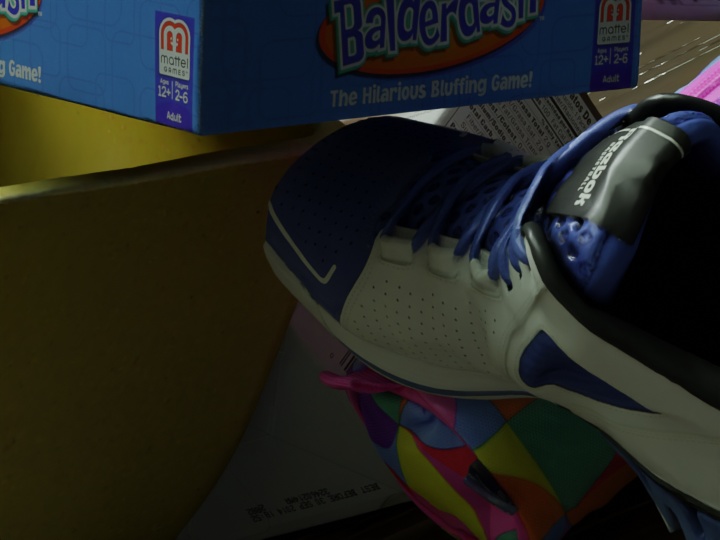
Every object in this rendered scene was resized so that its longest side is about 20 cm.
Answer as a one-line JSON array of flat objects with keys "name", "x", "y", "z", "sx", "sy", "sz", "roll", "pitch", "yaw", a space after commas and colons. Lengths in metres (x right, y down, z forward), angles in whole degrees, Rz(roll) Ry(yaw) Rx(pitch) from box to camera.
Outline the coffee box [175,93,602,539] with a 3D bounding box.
[{"name": "coffee box", "x": 0.000, "y": 0.000, "z": 0.931, "sx": 0.113, "sy": 0.080, "sz": 0.200, "roll": -20, "pitch": 24, "yaw": 40}]

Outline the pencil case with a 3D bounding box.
[{"name": "pencil case", "x": 0.087, "y": 0.002, "z": 0.774, "sx": 0.200, "sy": 0.088, "sz": 0.088, "roll": -39, "pitch": 19, "yaw": -17}]

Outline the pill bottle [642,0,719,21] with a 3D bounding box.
[{"name": "pill bottle", "x": 0.126, "y": -0.135, "z": 0.828, "sx": 0.200, "sy": 0.113, "sz": 0.113, "roll": 3, "pitch": 35, "yaw": 22}]

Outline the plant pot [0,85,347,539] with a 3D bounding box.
[{"name": "plant pot", "x": -0.150, "y": 0.020, "z": 0.812, "sx": 0.195, "sy": 0.200, "sz": 0.194, "roll": -13, "pitch": 35, "yaw": -44}]

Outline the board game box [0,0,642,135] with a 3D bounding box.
[{"name": "board game box", "x": -0.046, "y": -0.079, "z": 0.725, "sx": 0.152, "sy": 0.045, "sz": 0.200, "roll": -9, "pitch": 17, "yaw": -41}]

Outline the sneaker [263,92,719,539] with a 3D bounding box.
[{"name": "sneaker", "x": 0.058, "y": -0.007, "z": 0.662, "sx": 0.199, "sy": 0.115, "sz": 0.081, "roll": 31, "pitch": 66, "yaw": 35}]
